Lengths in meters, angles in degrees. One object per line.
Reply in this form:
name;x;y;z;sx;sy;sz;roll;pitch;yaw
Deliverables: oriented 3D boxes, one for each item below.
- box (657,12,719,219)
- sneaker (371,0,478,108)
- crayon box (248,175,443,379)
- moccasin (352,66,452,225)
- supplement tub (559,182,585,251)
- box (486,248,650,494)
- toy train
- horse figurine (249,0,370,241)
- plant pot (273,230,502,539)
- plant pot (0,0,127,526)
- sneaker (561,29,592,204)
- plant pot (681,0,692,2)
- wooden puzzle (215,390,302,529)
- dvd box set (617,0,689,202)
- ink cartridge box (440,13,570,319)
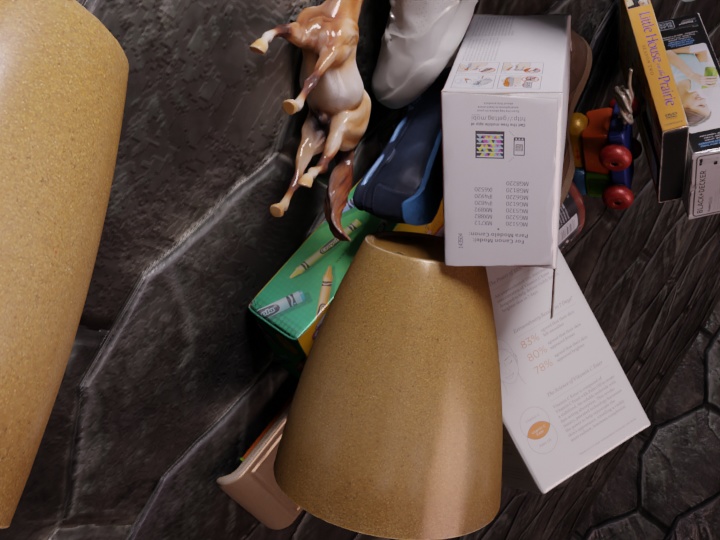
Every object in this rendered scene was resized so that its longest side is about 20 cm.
box;0.370;-0.171;1.129;0.117;0.060;0.200;69;14;-53
sneaker;0.042;-0.206;0.737;0.200;0.088;0.075;-53;-156;43
crayon box;0.000;0.000;0.895;0.200;0.058;0.119;-49;153;-17
moccasin;0.044;-0.113;0.826;0.200;0.068;0.081;-62;152;-52
supplement tub;0.139;-0.025;1.056;0.200;0.107;0.107;-40;149;-30
box;0.149;0.082;0.929;0.124;0.200;0.097;-28;-179;-16
toy train;0.234;-0.151;1.083;0.200;0.115;0.085;65;37;-54
horse figurine;-0.025;-0.120;0.714;0.133;0.050;0.200;-57;152;-42
plant pot;0.036;0.077;0.801;0.186;0.186;0.201;-14;117;-55
plant pot;-0.183;-0.024;0.424;0.200;0.186;0.186;-64;157;-16
sneaker;0.169;-0.146;0.993;0.075;0.070;0.201;21;78;-44
plant pot;0.179;-0.316;0.695;0.200;0.196;0.201;-42;151;-30
wooden puzzle;-0.049;0.162;1.025;0.200;0.037;0.185;-46;153;-12
dvd box set;0.314;-0.195;1.103;0.029;0.201;0.146;-11;153;9
ink cartridge box;0.115;-0.085;0.781;0.200;0.084;0.176;-67;156;-60
